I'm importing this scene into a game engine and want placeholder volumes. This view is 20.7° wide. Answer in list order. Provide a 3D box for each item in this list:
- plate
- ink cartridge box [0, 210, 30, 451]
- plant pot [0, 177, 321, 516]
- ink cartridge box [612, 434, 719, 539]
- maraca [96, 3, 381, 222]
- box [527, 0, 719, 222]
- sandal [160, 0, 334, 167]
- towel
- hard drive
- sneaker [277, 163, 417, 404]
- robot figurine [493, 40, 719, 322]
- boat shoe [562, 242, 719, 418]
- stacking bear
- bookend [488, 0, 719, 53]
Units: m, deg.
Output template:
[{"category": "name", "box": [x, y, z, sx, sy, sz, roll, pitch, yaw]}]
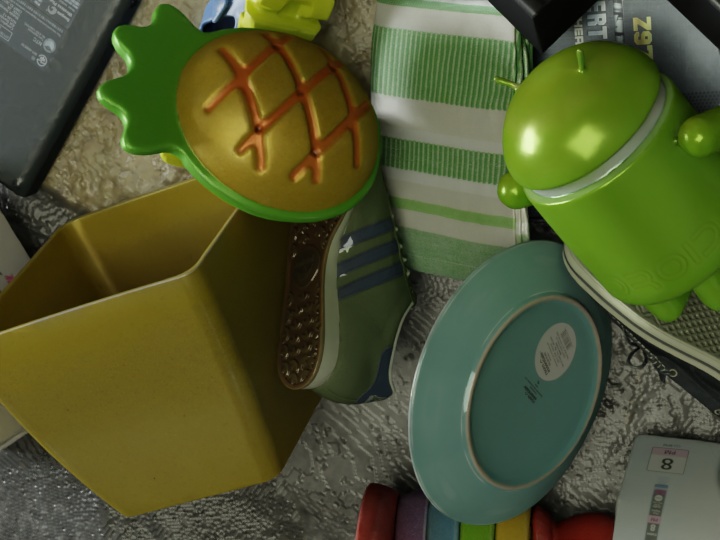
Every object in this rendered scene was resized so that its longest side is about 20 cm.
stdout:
[{"category": "plate", "box": [0.111, 0.080, 1.329, 0.025, 0.199, 0.202, 20, 111, 45]}, {"category": "ink cartridge box", "box": [-0.325, 0.052, 1.479, 0.147, 0.144, 0.201, -31, 92, 34]}, {"category": "plant pot", "box": [-0.130, 0.056, 1.407, 0.199, 0.200, 0.177, -17, 111, 24]}, {"category": "ink cartridge box", "box": [0.244, 0.195, 1.306, 0.161, 0.200, 0.057, 5, 123, 16]}, {"category": "maraca", "box": [-0.077, -0.105, 1.316, 0.199, 0.138, 0.107, 19, 149, -16]}, {"category": "box", "box": [0.170, -0.135, 1.332, 0.156, 0.051, 0.202, -1, 102, 18]}, {"category": "sandal", "box": [-0.089, -0.158, 1.411, 0.200, 0.079, 0.087, -53, 46, 28]}, {"category": "towel", "box": [0.063, -0.094, 1.360, 0.152, 0.023, 0.202, 13, 111, 45]}, {"category": "hard drive", "box": [-0.258, -0.175, 1.476, 0.139, 0.033, 0.201, 35, 110, 8]}, {"category": "sneaker", "box": [0.000, 0.000, 1.390, 0.067, 0.089, 0.202, -16, 58, 48]}, {"category": "robot figurine", "box": [0.169, -0.060, 1.241, 0.175, 0.116, 0.200, -15, 127, 48]}, {"category": "boat shoe", "box": [0.214, 0.042, 1.337, 0.199, 0.075, 0.062, 35, 141, -7]}, {"category": "stacking bear", "box": [0.101, 0.210, 1.406, 0.198, 0.114, 0.122, 2, 125, 6]}, {"category": "bookend", "box": [0.167, -0.204, 1.227, 0.200, 0.092, 0.199, -43, 75, 0]}]
